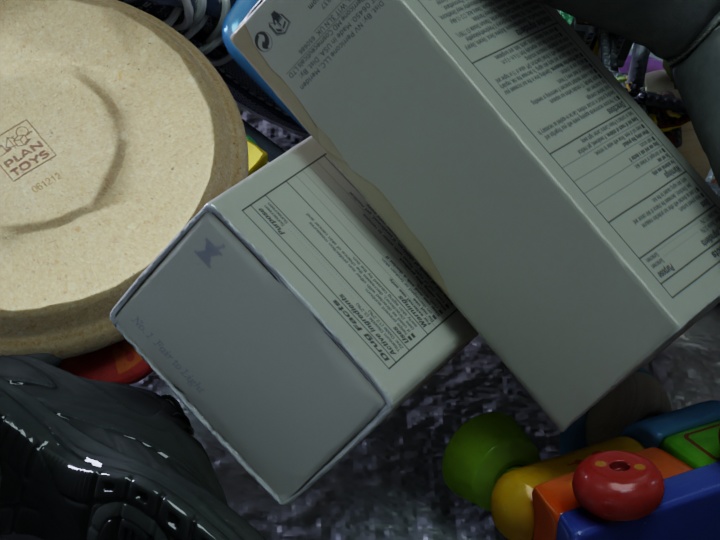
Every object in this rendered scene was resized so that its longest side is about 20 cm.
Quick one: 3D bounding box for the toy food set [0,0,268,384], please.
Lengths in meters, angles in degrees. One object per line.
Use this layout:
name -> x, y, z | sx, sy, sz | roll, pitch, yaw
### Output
toy food set -> -0.143, -0.036, 1.129 | 0.198, 0.049, 0.200 | 32, 62, 18

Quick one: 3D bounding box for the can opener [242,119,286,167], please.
can opener -> -0.088, -0.068, 1.209 | 0.200, 0.064, 0.079 | 33, 53, 29

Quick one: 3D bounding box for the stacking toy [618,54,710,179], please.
stacking toy -> 0.078, -0.092, 1.276 | 0.085, 0.086, 0.200 | -19, 38, -33

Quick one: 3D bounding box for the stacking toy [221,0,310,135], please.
stacking toy -> 0.044, -0.138, 1.150 | 0.110, 0.200, 0.116 | 42, 44, -13

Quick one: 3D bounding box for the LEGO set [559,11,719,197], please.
LEGO set -> 0.157, -0.107, 1.138 | 0.153, 0.116, 0.201 | 12, 56, -4

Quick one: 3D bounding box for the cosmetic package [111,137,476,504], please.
cosmetic package -> 0.000, 0.000, 1.060 | 0.104, 0.073, 0.200 | 48, 33, 4

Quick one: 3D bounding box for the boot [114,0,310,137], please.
boot -> -0.079, -0.120, 1.223 | 0.200, 0.073, 0.090 | 39, 26, -7

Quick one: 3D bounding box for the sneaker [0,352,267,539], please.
sneaker -> -0.083, 0.084, 0.999 | 0.200, 0.076, 0.091 | 34, 32, 25

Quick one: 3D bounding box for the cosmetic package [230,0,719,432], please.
cosmetic package -> 0.055, -0.047, 1.026 | 0.200, 0.073, 0.103 | 51, 32, 7

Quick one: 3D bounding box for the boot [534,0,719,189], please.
boot -> 0.140, -0.052, 1.007 | 0.181, 0.073, 0.201 | 0, 66, -28

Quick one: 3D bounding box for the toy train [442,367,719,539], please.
toy train -> 0.069, 0.093, 1.014 | 0.199, 0.085, 0.116 | -15, 31, -29

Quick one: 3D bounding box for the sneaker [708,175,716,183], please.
sneaker -> 0.253, -0.001, 1.204 | 0.199, 0.073, 0.077 | 5, 51, 6
